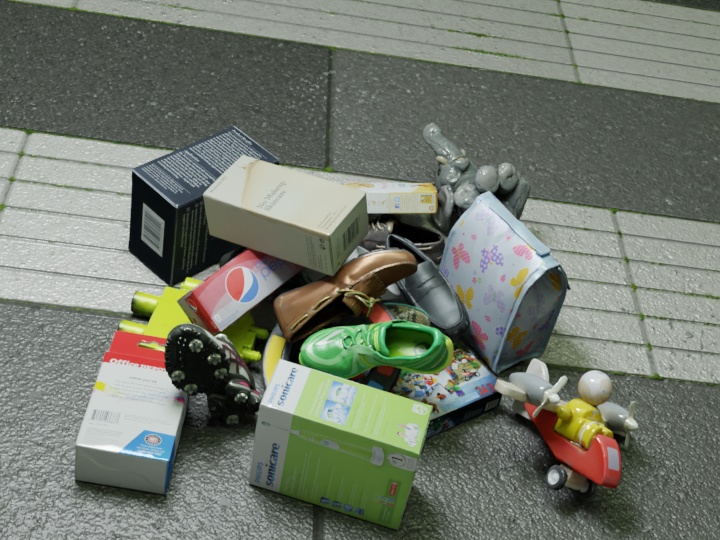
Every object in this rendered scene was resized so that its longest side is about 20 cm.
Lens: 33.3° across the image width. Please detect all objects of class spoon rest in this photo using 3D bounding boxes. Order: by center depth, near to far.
[{"bbox_3d":[0.000,0.000,1.733,0.100,0.061,0.199,52,22,20],"label":"spoon rest"}]

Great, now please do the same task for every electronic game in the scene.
[{"bbox_3d":[-0.038,0.115,1.596,0.198,0.042,0.202,-9,58,15],"label":"electronic game"}]

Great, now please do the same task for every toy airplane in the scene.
[{"bbox_3d":[0.273,0.181,1.578,0.199,0.142,0.200,39,21,6],"label":"toy airplane"}]

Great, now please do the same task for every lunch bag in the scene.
[{"bbox_3d":[0.206,0.013,1.714,0.126,0.202,0.170,-19,48,-32],"label":"lunch bag"}]

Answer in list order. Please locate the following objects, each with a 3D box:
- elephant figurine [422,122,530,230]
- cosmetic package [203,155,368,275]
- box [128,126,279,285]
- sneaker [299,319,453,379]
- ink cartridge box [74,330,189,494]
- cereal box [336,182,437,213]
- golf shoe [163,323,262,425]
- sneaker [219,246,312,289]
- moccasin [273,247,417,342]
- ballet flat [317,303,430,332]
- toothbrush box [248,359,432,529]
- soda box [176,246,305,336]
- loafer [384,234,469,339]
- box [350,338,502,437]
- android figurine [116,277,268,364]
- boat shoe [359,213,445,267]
[{"bbox_3d":[0.171,-0.128,1.935,0.141,0.156,0.199,28,-2,-35],"label":"elephant figurine"},{"bbox_3d":[-0.098,-0.075,1.600,0.198,0.074,0.104,18,46,23],"label":"cosmetic package"},{"bbox_3d":[-0.231,-0.098,1.770,0.107,0.150,0.199,37,46,27],"label":"box"},{"bbox_3d":[0.018,0.091,1.525,0.197,0.084,0.075,-4,62,9],"label":"sneaker"},{"bbox_3d":[-0.278,0.173,1.507,0.115,0.068,0.201,10,41,-2],"label":"ink cartridge box"},{"bbox_3d":[0.017,-0.113,1.866,0.197,0.040,0.144,1,10,-1],"label":"cereal box"},{"bbox_3d":[-0.192,0.115,1.509,0.076,0.201,0.089,-23,50,6],"label":"golf shoe"},{"bbox_3d":[-0.113,-0.006,1.751,0.198,0.077,0.090,11,-2,-29],"label":"sneaker"},{"bbox_3d":[-0.015,0.033,1.578,0.199,0.074,0.078,-23,61,-6],"label":"moccasin"},{"bbox_3d":[-0.001,0.079,1.667,0.198,0.068,0.075,10,43,30],"label":"ballet flat"},{"bbox_3d":[-0.026,0.213,1.466,0.198,0.147,0.086,15,40,4],"label":"toothbrush box"},{"bbox_3d":[-0.148,0.009,1.630,0.200,0.063,0.070,-39,96,-32],"label":"soda box"},{"bbox_3d":[0.088,0.022,1.716,0.068,0.071,0.201,-32,47,-6],"label":"loafer"},{"bbox_3d":[0.077,0.160,1.636,0.198,0.038,0.137,-18,49,-31],"label":"box"},{"bbox_3d":[-0.227,0.083,1.648,0.198,0.041,0.183,14,40,4],"label":"android figurine"},{"bbox_3d":[0.038,-0.054,1.846,0.197,0.074,0.075,12,40,-1],"label":"boat shoe"}]
